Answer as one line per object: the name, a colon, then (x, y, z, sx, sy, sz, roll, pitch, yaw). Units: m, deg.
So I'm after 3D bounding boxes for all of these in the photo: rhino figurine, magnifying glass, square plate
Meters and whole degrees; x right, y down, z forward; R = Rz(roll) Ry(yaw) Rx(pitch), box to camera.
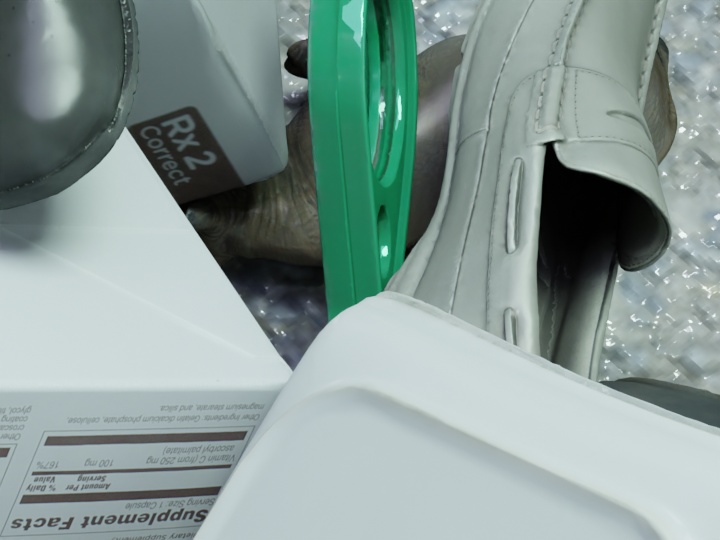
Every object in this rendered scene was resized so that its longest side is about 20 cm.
rhino figurine: (0.004, -0.043, 0.853, 0.199, 0.060, 0.088, -15, 64, -7)
magnifying glass: (0.000, 0.000, 0.779, 0.022, 0.080, 0.201, -2, 86, 12)
square plate: (-0.002, 0.104, 0.559, 0.198, 0.028, 0.200, 21, 77, 55)

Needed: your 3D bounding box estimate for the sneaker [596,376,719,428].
sneaker: (0.150, 0.072, 0.772, 0.200, 0.075, 0.106, 27, 45, 21)

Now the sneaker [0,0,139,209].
sneaker: (-0.114, -0.107, 0.647, 0.074, 0.089, 0.200, -26, 65, 7)

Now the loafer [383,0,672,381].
loafer: (0.057, -0.020, 0.767, 0.070, 0.070, 0.201, 2, 61, 33)

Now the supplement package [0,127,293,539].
supplement package: (-0.148, 0.018, 0.664, 0.200, 0.111, 0.156, 2, 38, -37)

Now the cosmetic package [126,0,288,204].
cosmetic package: (-0.128, -0.129, 0.824, 0.164, 0.165, 0.200, -16, 50, 14)
